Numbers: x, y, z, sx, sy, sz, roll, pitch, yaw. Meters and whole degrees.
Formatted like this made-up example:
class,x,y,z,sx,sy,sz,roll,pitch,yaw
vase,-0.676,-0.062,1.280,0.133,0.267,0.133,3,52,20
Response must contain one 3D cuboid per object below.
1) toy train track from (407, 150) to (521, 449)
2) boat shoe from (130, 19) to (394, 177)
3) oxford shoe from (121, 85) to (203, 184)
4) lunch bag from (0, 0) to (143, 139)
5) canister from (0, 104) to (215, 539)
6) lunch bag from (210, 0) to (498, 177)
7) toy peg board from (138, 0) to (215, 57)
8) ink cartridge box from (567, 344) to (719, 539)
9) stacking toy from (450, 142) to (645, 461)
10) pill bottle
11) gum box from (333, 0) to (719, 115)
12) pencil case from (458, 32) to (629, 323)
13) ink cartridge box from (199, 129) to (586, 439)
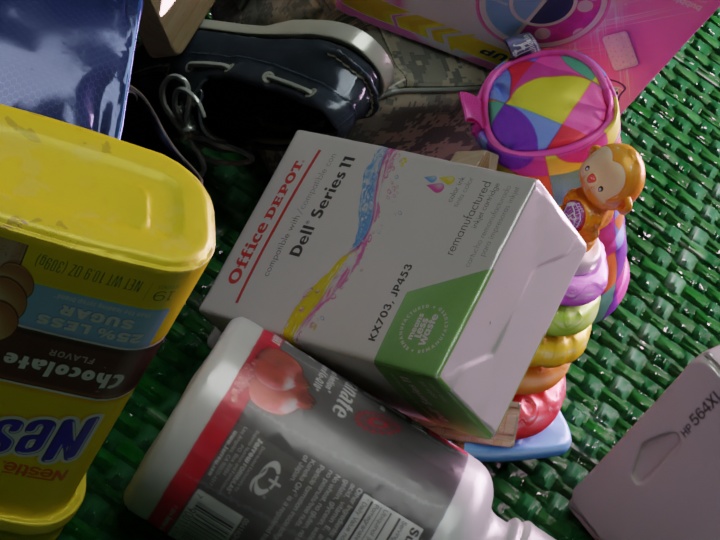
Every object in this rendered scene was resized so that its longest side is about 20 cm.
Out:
class,x,y,z,sx,sy,sz,roll,pitch,yaw
toy train track,0.038,0.032,1.169,0.033,0.115,0.200,18,79,-41
boat shoe,-0.071,-0.093,1.235,0.062,0.200,0.075,-57,133,-32
oxford shoe,-0.155,-0.091,1.235,0.200,0.073,0.071,45,40,16
lunch bag,-0.198,-0.066,1.084,0.132,0.200,0.136,15,60,-16
canister,-0.166,0.027,0.998,0.148,0.200,0.087,16,41,-21
lunch bag,0.020,-0.131,1.345,0.200,0.139,0.168,-7,59,-38
toy peg board,-0.143,-0.252,1.246,0.098,0.199,0.200,-3,38,27
ink cartridge box,0.233,0.092,1.253,0.200,0.146,0.084,-20,64,-45
stacking toy,0.095,0.006,1.204,0.110,0.200,0.116,2,48,-34
pill bottle,-0.005,0.118,1.087,0.200,0.111,0.111,32,38,-2
gum box,0.089,-0.172,1.240,0.200,0.114,0.066,18,47,-22
pencil case,0.109,-0.045,1.280,0.088,0.200,0.088,-5,56,8
ink cartridge box,0.000,0.000,1.136,0.067,0.200,0.117,46,66,-46
